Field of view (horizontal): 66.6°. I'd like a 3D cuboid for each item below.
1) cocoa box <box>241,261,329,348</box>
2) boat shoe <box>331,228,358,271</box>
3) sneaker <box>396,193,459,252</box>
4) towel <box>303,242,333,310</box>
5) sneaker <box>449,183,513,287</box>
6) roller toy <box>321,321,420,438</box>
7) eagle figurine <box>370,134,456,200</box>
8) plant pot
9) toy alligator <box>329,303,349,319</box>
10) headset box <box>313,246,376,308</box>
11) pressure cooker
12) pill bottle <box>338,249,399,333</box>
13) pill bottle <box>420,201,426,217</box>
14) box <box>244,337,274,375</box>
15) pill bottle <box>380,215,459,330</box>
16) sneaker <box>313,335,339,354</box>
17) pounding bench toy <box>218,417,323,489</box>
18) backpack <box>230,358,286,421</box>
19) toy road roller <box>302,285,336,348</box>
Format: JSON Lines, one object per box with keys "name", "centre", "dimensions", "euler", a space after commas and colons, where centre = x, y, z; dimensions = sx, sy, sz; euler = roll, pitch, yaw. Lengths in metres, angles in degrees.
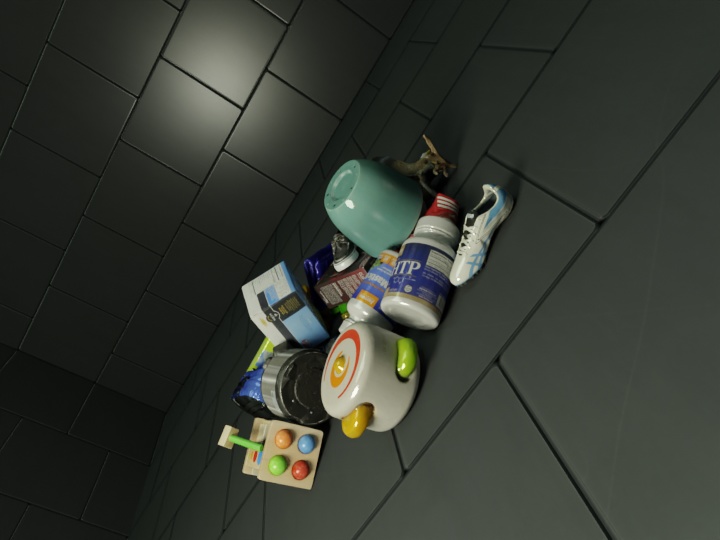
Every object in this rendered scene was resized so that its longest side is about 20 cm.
{"name": "cocoa box", "centre": [-0.188, 0.106, 1.400], "dimensions": [0.130, 0.201, 0.134], "euler": [-31, 41, 0]}
{"name": "boat shoe", "centre": [-0.044, -0.065, 1.375], "dimensions": [0.069, 0.067, 0.201], "euler": [-30, 18, 19]}
{"name": "sneaker", "centre": [0.153, -0.101, 1.246], "dimensions": [0.199, 0.078, 0.116], "euler": [-18, 37, 48]}
{"name": "towel", "centre": [-0.074, 0.007, 1.490], "dimensions": [0.049, 0.150, 0.200], "euler": [-6, 17, 30]}
{"name": "sneaker", "centre": [0.211, -0.066, 1.015], "dimensions": [0.202, 0.072, 0.072], "euler": [-63, 20, -1]}
{"name": "roller toy", "centre": [0.010, 0.199, 1.033], "dimensions": [0.202, 0.138, 0.182], "euler": [-67, 22, 0]}
{"name": "eagle figurine", "centre": [0.137, -0.246, 1.375], "dimensions": [0.198, 0.154, 0.150], "euler": [-14, 10, 45]}
{"name": "plant pot", "centre": [0.016, -0.156, 1.241], "dimensions": [0.200, 0.160, 0.203], "euler": [-35, 40, 36]}
{"name": "toy alligator", "centre": [-0.007, 0.077, 1.434], "dimensions": [0.054, 0.060, 0.199], "euler": [-18, -10, -46]}
{"name": "headset box", "centre": [0.000, 0.000, 1.365], "dimensions": [0.199, 0.075, 0.149], "euler": [-21, 24, 41]}
{"name": "pressure cooker", "centre": [-0.149, 0.272, 1.315], "dimensions": [0.199, 0.177, 0.178], "euler": [-16, 52, 62]}
{"name": "pill bottle", "centre": [0.040, 0.066, 1.173], "dimensions": [0.201, 0.112, 0.112], "euler": [-56, 17, -14]}
{"name": "pill bottle", "centre": [0.093, -0.153, 1.398], "dimensions": [0.110, 0.108, 0.200], "euler": [-61, 19, -1]}
{"name": "box", "centre": [-0.274, 0.296, 1.704], "dimensions": [0.202, 0.121, 0.048], "euler": [-59, 20, 5]}
{"name": "pill bottle", "centre": [0.124, 0.002, 1.072], "dimensions": [0.119, 0.119, 0.202], "euler": [-24, 40, 61]}
{"name": "sneaker", "centre": [-0.118, 0.238, 1.430], "dimensions": [0.201, 0.088, 0.076], "euler": [-52, 18, 22]}
{"name": "pounding bench toy", "centre": [-0.206, 0.399, 1.226], "dimensions": [0.156, 0.198, 0.126], "euler": [-25, 49, 61]}
{"name": "backpack", "centre": [-0.256, 0.335, 1.539], "dimensions": [0.200, 0.161, 0.169], "euler": [-25, 36, 62]}
{"name": "toy road roller", "centre": [-0.138, 0.158, 1.562], "dimensions": [0.201, 0.122, 0.146], "euler": [-58, 33, 11]}
